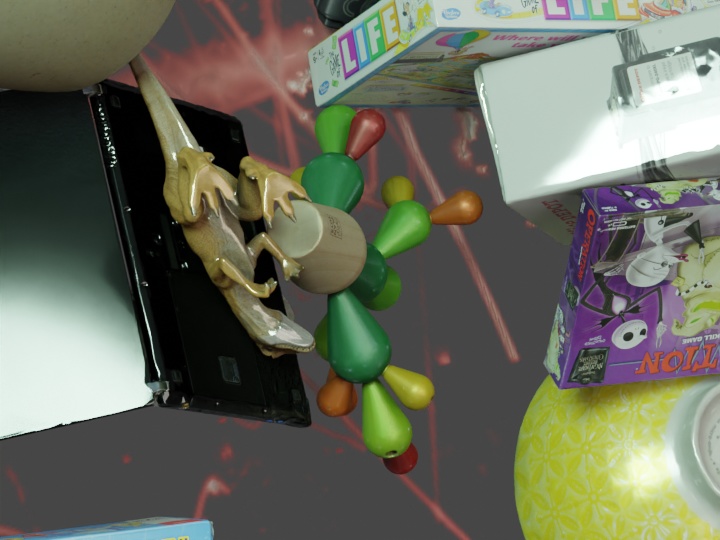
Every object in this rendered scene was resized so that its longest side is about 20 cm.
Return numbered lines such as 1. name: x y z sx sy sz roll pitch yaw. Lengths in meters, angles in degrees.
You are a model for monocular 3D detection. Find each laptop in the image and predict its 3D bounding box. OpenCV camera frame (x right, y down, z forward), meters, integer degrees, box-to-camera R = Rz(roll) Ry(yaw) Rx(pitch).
1. laptop: -0.137 0.003 1.419 0.200 0.103 0.178 12 59 -55

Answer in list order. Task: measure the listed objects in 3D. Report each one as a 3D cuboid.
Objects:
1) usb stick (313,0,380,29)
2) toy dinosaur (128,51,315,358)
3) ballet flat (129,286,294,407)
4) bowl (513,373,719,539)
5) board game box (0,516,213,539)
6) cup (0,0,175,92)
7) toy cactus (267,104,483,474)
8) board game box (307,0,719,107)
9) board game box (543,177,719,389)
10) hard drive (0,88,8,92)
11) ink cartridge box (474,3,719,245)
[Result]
1. usb stick: 0.025 -0.216 1.506 0.055 0.033 0.200 0 128 -30
2. toy dinosaur: -0.081 -0.043 1.388 0.060 0.106 0.201 -25 94 -25
3. ballet flat: -0.111 0.040 1.464 0.199 0.072 0.072 -5 91 -31
4. bowl: 0.198 0.114 1.585 0.199 0.108 0.201 8 69 -20
5. board game box: -0.166 0.234 1.428 0.199 0.056 0.197 -4 90 -31
6. cup: -0.166 -0.166 1.350 0.143 0.200 0.201 41 68 -39
7. toy cactus: 0.000 0.000 1.488 0.165 0.102 0.201 35 54 -68
8. board game box: 0.090 -0.126 1.546 0.199 0.134 0.034 -2 76 -31
9. board game box: 0.204 0.003 1.524 0.199 0.032 0.120 -6 133 -19
10. hard drive: -0.229 -0.147 1.424 0.132 0.027 0.200 -45 109 -24
11. ink cartridge box: 0.178 -0.082 1.533 0.145 0.199 0.084 28 50 -70
